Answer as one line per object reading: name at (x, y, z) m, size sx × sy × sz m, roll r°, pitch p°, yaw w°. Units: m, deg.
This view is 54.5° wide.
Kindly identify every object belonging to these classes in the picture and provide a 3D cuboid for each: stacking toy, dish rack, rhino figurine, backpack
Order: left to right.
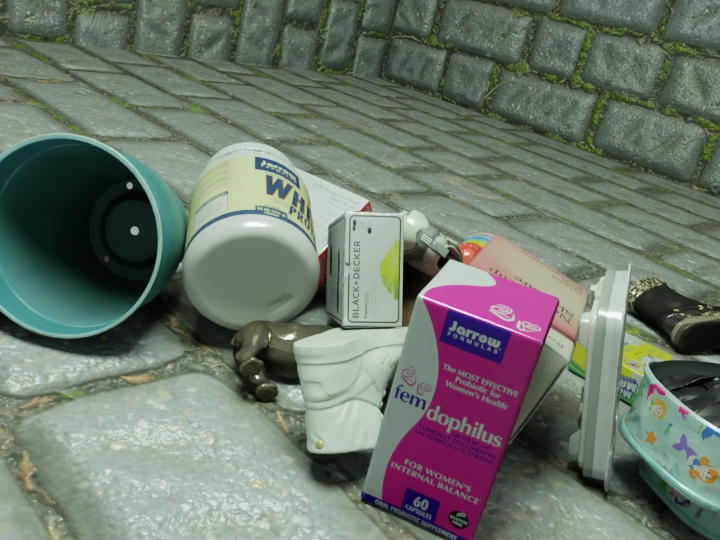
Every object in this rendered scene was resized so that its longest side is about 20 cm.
rhino figurine at (-0.044, 0.090, 0.749) m, size 0.200 × 0.060 × 0.087 m, roll 4°, pitch 26°, yaw -27°
stacking toy at (0.171, -0.016, 1.038) m, size 0.085 × 0.086 × 0.200 m, roll 20°, pitch 7°, yaw 15°
dish rack at (0.247, 0.102, 0.718) m, size 0.043 × 0.200 × 0.172 m, roll 7°, pitch 18°, yaw 22°
backpack at (0.353, 0.167, 0.668) m, size 0.200 × 0.151 × 0.178 m, roll 14°, pitch 20°, yaw -23°

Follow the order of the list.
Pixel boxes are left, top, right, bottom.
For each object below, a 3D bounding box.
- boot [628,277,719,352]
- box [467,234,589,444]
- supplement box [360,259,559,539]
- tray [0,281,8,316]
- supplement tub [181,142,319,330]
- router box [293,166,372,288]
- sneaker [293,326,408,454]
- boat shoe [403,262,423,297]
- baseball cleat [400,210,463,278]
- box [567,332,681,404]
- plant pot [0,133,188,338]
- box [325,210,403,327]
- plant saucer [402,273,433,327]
boot at (0.535, 0.070, 1.130) m, size 0.200 × 0.073 × 0.151 m, roll -3°, pitch 27°, yaw -24°
box at (0.144, 0.059, 0.716) m, size 0.128 × 0.109 × 0.200 m, roll 34°, pitch 25°, yaw 10°
supplement box at (0.082, 0.108, 0.586) m, size 0.101 × 0.200 × 0.103 m, roll 20°, pitch 22°, yaw 16°
tray at (-0.468, 0.023, 0.694) m, size 0.200 × 0.037 × 0.099 m, roll 10°, pitch 22°, yaw -10°
supplement tub at (-0.125, -0.046, 0.798) m, size 0.145 × 0.145 × 0.200 m, roll 7°, pitch 36°, yaw -15°
router box at (-0.112, -0.053, 0.938) m, size 0.200 × 0.049 × 0.180 m, roll 27°, pitch 64°, yaw 31°
sneaker at (0.000, 0.114, 0.672) m, size 0.074 × 0.116 × 0.200 m, roll -3°, pitch 2°, yaw 28°
boat shoe at (0.095, 0.004, 0.993) m, size 0.093 × 0.075 × 0.200 m, roll 0°, pitch 18°, yaw 41°
baseball cleat at (0.069, -0.021, 0.877) m, size 0.106 × 0.070 × 0.200 m, roll 40°, pitch -1°, yaw 0°
box at (0.382, 0.143, 0.888) m, size 0.117 × 0.048 × 0.200 m, roll -9°, pitch 28°, yaw -44°
plant pot at (-0.281, -0.042, 0.771) m, size 0.200 × 0.201 × 0.188 m, roll 15°, pitch 7°, yaw 4°
box at (0.000, 0.000, 0.775) m, size 0.060 × 0.117 × 0.200 m, roll 1°, pitch -1°, yaw -7°
plant saucer at (0.150, 0.061, 0.861) m, size 0.200 × 0.037 × 0.201 m, roll 10°, pitch 47°, yaw -11°
